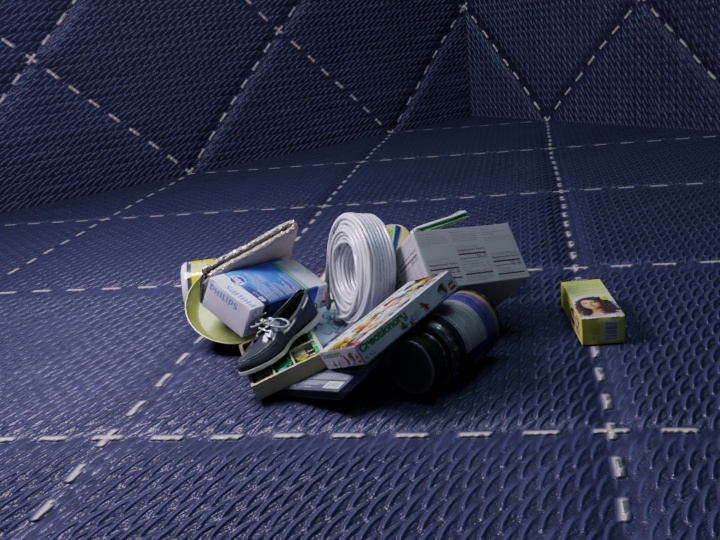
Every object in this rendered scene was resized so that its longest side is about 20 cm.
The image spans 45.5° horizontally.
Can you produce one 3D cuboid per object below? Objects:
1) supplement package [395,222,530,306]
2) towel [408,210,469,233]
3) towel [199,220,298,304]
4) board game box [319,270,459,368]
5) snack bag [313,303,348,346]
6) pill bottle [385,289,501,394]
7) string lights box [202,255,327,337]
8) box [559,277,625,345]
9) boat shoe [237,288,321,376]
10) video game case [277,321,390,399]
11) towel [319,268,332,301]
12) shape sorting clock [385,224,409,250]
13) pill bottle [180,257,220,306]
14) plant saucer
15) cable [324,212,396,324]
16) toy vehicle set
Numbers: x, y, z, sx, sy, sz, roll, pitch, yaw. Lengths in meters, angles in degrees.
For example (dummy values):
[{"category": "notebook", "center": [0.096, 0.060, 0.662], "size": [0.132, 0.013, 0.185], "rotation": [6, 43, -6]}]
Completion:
[{"category": "supplement package", "center": [0.157, 0.009, 1.480], "size": [0.199, 0.111, 0.156], "rotation": [-6, -25, -27]}, {"category": "towel", "center": [0.125, -0.082, 1.869], "size": [0.152, 0.024, 0.200], "rotation": [-21, 1, -29]}, {"category": "towel", "center": [-0.197, -0.009, 1.521], "size": [0.199, 0.035, 0.133], "rotation": [-32, -17, -23]}, {"category": "board game box", "center": [0.042, 0.075, 1.288], "size": [0.200, 0.035, 0.126], "rotation": [-37, 8, -27]}, {"category": "snack bag", "center": [-0.077, 0.113, 1.539], "size": [0.199, 0.022, 0.188], "rotation": [-18, 20, -27]}, {"category": "pill bottle", "center": [0.127, 0.111, 1.317], "size": [0.111, 0.113, 0.200], "rotation": [6, 21, 35]}, {"category": "string lights box", "center": [-0.161, 0.040, 1.471], "size": [0.103, 0.059, 0.200], "rotation": [35, 30, 26]}, {"category": "box", "center": [0.395, 0.067, 1.473], "size": [0.075, 0.050, 0.200], "rotation": [-5, 16, 3]}, {"category": "boat shoe", "center": [-0.134, 0.096, 1.370], "size": [0.075, 0.062, 0.200], "rotation": [-6, 24, 42]}, {"category": "video game case", "center": [-0.021, 0.136, 1.340], "size": [0.142, 0.019, 0.200], "rotation": [-5, 24, 44]}, {"category": "towel", "center": [-0.008, 0.014, 1.711], "size": [0.144, 0.023, 0.200], "rotation": [-53, 33, -13]}, {"category": "shape sorting clock", "center": [0.021, -0.018, 1.770], "size": [0.199, 0.039, 0.201], "rotation": [-28, 36, 23]}, {"category": "pill bottle", "center": [-0.253, 0.027, 1.722], "size": [0.199, 0.113, 0.112], "rotation": [-8, 17, -5]}, {"category": "plant saucer", "center": [-0.219, 0.062, 1.570], "size": [0.199, 0.031, 0.201], "rotation": [-1, 48, 2]}, {"category": "cable", "center": [0.000, 0.000, 1.489], "size": [0.069, 0.201, 0.200], "rotation": [-4, 10, -23]}, {"category": "toy vehicle set", "center": [-0.127, 0.137, 1.394], "size": [0.124, 0.027, 0.200], "rotation": [-25, 18, -7]}]
